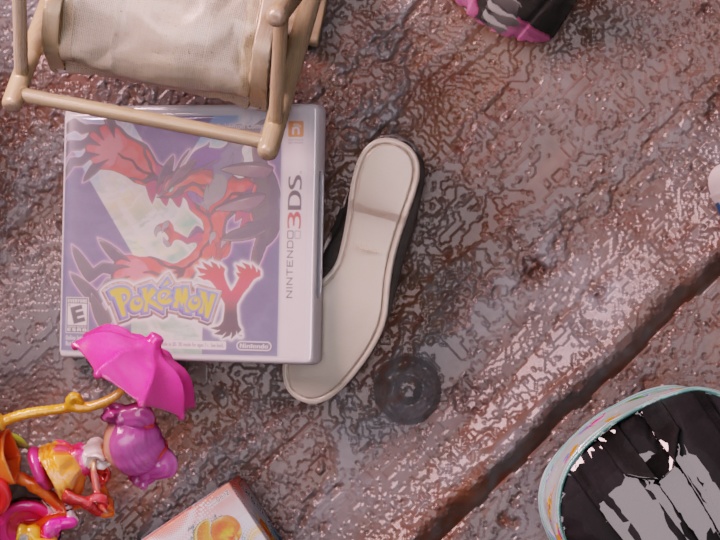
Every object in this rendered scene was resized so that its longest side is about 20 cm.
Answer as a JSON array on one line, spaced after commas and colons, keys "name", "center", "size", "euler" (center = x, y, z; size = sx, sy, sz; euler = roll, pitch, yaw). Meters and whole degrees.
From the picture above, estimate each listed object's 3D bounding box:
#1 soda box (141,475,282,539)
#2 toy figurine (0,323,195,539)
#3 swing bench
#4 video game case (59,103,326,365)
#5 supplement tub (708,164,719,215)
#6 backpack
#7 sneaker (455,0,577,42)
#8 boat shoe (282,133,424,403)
[{"name": "soda box", "center": [-0.152, 0.231, 1.466], "size": [0.199, 0.064, 0.069], "euler": [-34, 87, 3]}, {"name": "toy figurine", "center": [-0.201, 0.120, 1.433], "size": [0.183, 0.150, 0.201], "euler": [-18, 111, 5]}, {"name": "swing bench", "center": [-0.128, -0.200, 1.428], "size": [0.197, 0.201, 0.131], "euler": [12, 131, 5]}, {"name": "video game case", "center": [-0.122, -0.027, 1.467], "size": [0.198, 0.023, 0.184], "euler": [1, 89, 19]}, {"name": "supplement tub", "center": [0.339, -0.006, 1.399], "size": [0.144, 0.145, 0.201], "euler": [-24, 88, 3]}, {"name": "backpack", "center": [0.219, 0.179, 1.398], "size": [0.175, 0.153, 0.201], "euler": [-33, 97, 0]}, {"name": "sneaker", "center": [0.080, -0.252, 1.456], "size": [0.200, 0.087, 0.080], "euler": [39, 129, -16]}, {"name": "boat shoe", "center": [0.000, 0.000, 1.472], "size": [0.066, 0.057, 0.202], "euler": [21, 95, 7]}]
